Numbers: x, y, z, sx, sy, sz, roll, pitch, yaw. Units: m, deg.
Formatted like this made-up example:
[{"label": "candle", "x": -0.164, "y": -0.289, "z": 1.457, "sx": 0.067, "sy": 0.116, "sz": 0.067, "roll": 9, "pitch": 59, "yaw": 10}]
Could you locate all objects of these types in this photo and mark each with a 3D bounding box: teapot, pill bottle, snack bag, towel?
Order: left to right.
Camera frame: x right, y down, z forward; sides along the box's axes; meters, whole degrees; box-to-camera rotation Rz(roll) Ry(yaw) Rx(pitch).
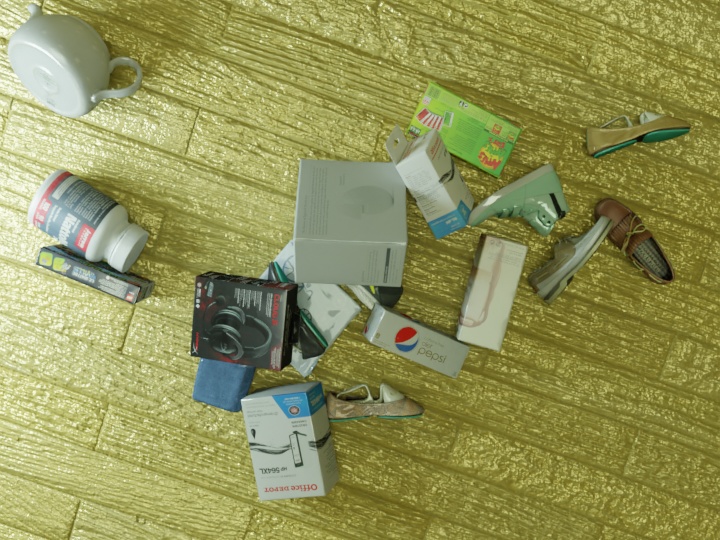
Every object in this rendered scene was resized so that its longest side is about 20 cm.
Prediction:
[{"label": "teapot", "x": -0.526, "y": -0.390, "z": 1.521, "sx": 0.201, "sy": 0.195, "sz": 0.147, "roll": 56, "pitch": 52, "yaw": -32}, {"label": "pill bottle", "x": -0.505, "y": -0.088, "z": 1.559, "sx": 0.198, "sy": 0.120, "sz": 0.121, "roll": 32, "pitch": 95, "yaw": -2}, {"label": "towel", "x": -0.250, "y": 0.165, "z": 1.604, "sx": 0.110, "sy": 0.049, "sz": 0.204, "roll": 19, "pitch": 99, "yaw": 6}, {"label": "snack bag", "x": -0.119, "y": 0.075, "z": 1.622, "sx": 0.199, "sy": 0.021, "sz": 0.189, "roll": 40, "pitch": 95, "yaw": -3}]

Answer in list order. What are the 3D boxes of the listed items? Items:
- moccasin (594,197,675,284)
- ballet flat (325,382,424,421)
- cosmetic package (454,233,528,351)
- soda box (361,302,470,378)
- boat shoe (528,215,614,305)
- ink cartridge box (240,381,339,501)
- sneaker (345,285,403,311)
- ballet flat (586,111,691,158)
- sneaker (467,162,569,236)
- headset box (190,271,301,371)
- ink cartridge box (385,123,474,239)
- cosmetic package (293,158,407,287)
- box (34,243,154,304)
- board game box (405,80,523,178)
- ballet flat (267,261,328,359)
[{"label": "moccasin", "x": 0.520, "y": -0.054, "z": 1.578, "sx": 0.073, "sy": 0.078, "sz": 0.203, "roll": -36, "pitch": 92, "yaw": 6}, {"label": "ballet flat", "x": 0.027, "y": 0.254, "z": 1.615, "sx": 0.195, "sy": 0.068, "sz": 0.069, "roll": -3, "pitch": 93, "yaw": -1}, {"label": "cosmetic package", "x": 0.246, "y": 0.039, "z": 1.577, "sx": 0.085, "sy": 0.103, "sz": 0.204, "roll": 14, "pitch": 93, "yaw": 1}, {"label": "soda box", "x": 0.104, "y": 0.132, "z": 1.575, "sx": 0.197, "sy": 0.064, "sz": 0.069, "roll": 24, "pitch": 94, "yaw": -22}, {"label": "boat shoe", "x": 0.393, "y": -0.030, "z": 1.567, "sx": 0.068, "sy": 0.074, "sz": 0.201, "roll": 41, "pitch": 112, "yaw": 13}, {"label": "ink cartridge box", "x": -0.134, "y": 0.328, "z": 1.597, "sx": 0.143, "sy": 0.084, "sz": 0.204, "roll": -9, "pitch": 95, "yaw": 18}, {"label": "sneaker", "x": 0.000, "y": 0.000, "z": 1.596, "sx": 0.085, "sy": 0.074, "sz": 0.200, "roll": -45, "pitch": 102, "yaw": -2}, {"label": "ballet flat", "x": 0.521, "y": -0.267, "z": 1.568, "sx": 0.196, "sy": 0.069, "sz": 0.064, "roll": -14, "pitch": 81, "yaw": 0}, {"label": "sneaker", "x": 0.301, "y": -0.105, "z": 1.574, "sx": 0.198, "sy": 0.074, "sz": 0.120, "roll": -28, "pitch": 88, "yaw": 0}, {"label": "headset box", "x": -0.203, "y": 0.092, "z": 1.520, "sx": 0.196, "sy": 0.077, "sz": 0.152, "roll": 9, "pitch": 99, "yaw": 12}, {"label": "ink cartridge box", "x": 0.129, "y": -0.177, "z": 1.523, "sx": 0.067, "sy": 0.117, "sz": 0.202, "roll": -23, "pitch": 111, "yaw": 26}, {"label": "cosmetic package", "x": -0.019, "y": -0.087, "z": 1.506, "sx": 0.195, "sy": 0.202, "sz": 0.124, "roll": 3, "pitch": 140, "yaw": -2}, {"label": "box", "x": -0.498, "y": 0.006, "z": 1.573, "sx": 0.197, "sy": 0.110, "sz": 0.035, "roll": 23, "pitch": 95, "yaw": -2}, {"label": "board game box", "x": 0.195, "y": -0.265, "z": 1.577, "sx": 0.197, "sy": 0.048, "sz": 0.103, "roll": 26, "pitch": 95, "yaw": -2}, {"label": "ballet flat", "x": -0.137, "y": 0.083, "z": 1.580, "sx": 0.072, "sy": 0.073, "sz": 0.202, "roll": -31, "pitch": 96, "yaw": 3}]
